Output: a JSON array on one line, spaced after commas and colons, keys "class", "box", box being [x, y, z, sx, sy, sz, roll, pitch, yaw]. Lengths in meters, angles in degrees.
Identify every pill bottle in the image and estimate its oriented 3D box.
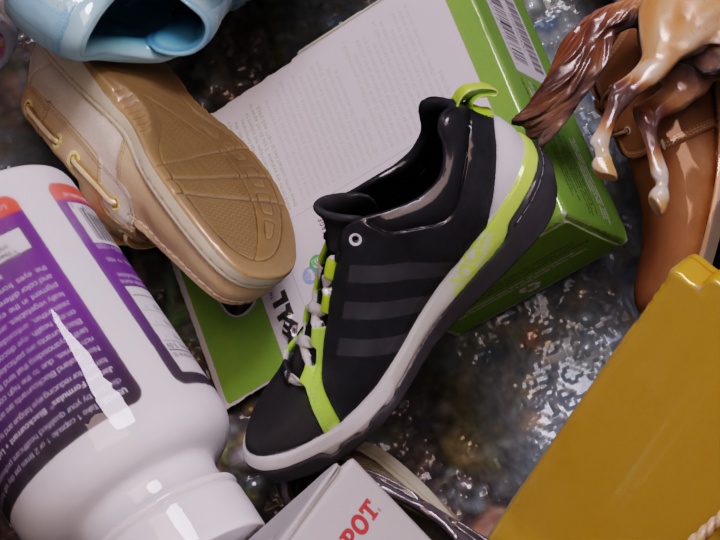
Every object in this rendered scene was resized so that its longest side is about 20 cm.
[{"class": "pill bottle", "box": [-0.130, 0.060, 1.101, 0.111, 0.111, 0.200, -31, 71, -14]}]

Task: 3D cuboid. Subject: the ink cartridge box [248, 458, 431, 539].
[{"class": "ink cartridge box", "box": [0.012, 0.201, 0.997, 0.200, 0.084, 0.146, 46, 36, -4]}]

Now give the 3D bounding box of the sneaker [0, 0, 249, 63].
[{"class": "sneaker", "box": [-0.088, -0.133, 1.172, 0.200, 0.074, 0.082, -19, 55, -43]}]

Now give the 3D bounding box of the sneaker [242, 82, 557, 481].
[{"class": "sneaker", "box": [0.000, 0.000, 1.070, 0.083, 0.072, 0.200, 37, 95, -26]}]

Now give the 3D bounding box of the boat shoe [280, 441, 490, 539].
[{"class": "boat shoe", "box": [0.042, 0.149, 1.083, 0.200, 0.065, 0.072, 39, 105, 17]}]

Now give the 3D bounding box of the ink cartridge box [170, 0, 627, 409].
[{"class": "ink cartridge box", "box": [0.006, -0.036, 1.174, 0.200, 0.076, 0.148, -30, 67, 22]}]

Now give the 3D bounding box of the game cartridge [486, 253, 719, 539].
[{"class": "game cartridge", "box": [0.164, 0.113, 1.052, 0.176, 0.200, 0.032, 42, 36, 15]}]

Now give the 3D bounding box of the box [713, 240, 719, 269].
[{"class": "box", "box": [0.242, 0.028, 1.120, 0.106, 0.122, 0.201, -9, 68, -8]}]

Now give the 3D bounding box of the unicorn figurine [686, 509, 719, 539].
[{"class": "unicorn figurine", "box": [0.081, 0.174, 0.972, 0.137, 0.074, 0.201, 22, 61, -33]}]

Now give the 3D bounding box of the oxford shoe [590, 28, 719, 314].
[{"class": "oxford shoe", "box": [0.139, -0.070, 1.133, 0.071, 0.071, 0.201, 5, 84, -8]}]

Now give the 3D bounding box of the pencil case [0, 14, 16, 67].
[{"class": "pencil case", "box": [-0.222, -0.192, 1.210, 0.083, 0.091, 0.201, 9, 61, -36]}]

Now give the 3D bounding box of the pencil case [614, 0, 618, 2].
[{"class": "pencil case", "box": [0.127, -0.199, 1.232, 0.083, 0.091, 0.200, -42, 70, 11]}]

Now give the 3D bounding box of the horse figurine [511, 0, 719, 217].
[{"class": "horse figurine", "box": [0.172, -0.080, 1.072, 0.199, 0.050, 0.133, 13, 66, 2]}]

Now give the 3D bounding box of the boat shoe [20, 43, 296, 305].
[{"class": "boat shoe", "box": [-0.102, -0.045, 1.160, 0.074, 0.069, 0.200, 1, 40, -43]}]
